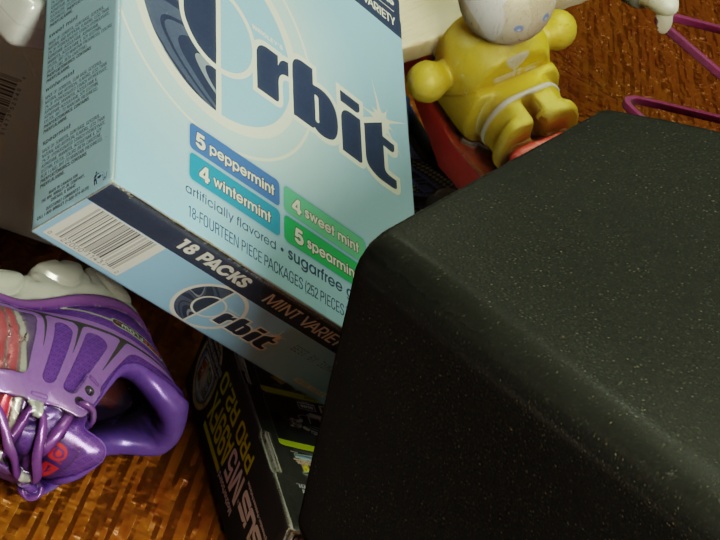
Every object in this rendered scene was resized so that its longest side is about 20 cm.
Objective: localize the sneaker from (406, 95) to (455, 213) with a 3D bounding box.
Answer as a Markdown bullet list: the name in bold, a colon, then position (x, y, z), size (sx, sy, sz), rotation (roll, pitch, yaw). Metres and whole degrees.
- **sneaker**: position (-0.005, -0.061, 1.086), size (0.198, 0.079, 0.075), rotation (22, 23, -7)

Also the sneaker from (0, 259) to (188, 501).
- **sneaker**: position (-0.134, 0.042, 0.749), size (0.083, 0.081, 0.199), rotation (45, 29, 28)

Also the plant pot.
- **plant pot**: position (0.094, 0.063, 0.702), size (0.177, 0.201, 0.199), rotation (38, 46, 27)

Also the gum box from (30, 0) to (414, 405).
- **gum box**: position (-0.047, -0.067, 0.818), size (0.169, 0.044, 0.202), rotation (33, 42, -40)

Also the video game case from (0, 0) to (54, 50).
- **video game case**: position (-0.136, -0.153, 0.894), size (0.200, 0.023, 0.182), rotation (46, 22, 25)

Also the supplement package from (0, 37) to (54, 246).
- **supplement package**: position (-0.137, -0.106, 1.008), size (0.109, 0.114, 0.200), rotation (20, 23, -14)

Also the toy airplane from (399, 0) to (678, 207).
- **toy airplane**: position (0.050, -0.122, 0.999), size (0.198, 0.201, 0.141), rotation (25, -21, -7)

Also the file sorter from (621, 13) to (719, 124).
- **file sorter**: position (0.210, -0.059, 1.142), size (0.138, 0.201, 0.126), rotation (9, 24, -31)

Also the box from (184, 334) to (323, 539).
- **box**: position (0.038, 0.091, 0.852), size (0.198, 0.045, 0.161), rotation (14, 26, -22)
